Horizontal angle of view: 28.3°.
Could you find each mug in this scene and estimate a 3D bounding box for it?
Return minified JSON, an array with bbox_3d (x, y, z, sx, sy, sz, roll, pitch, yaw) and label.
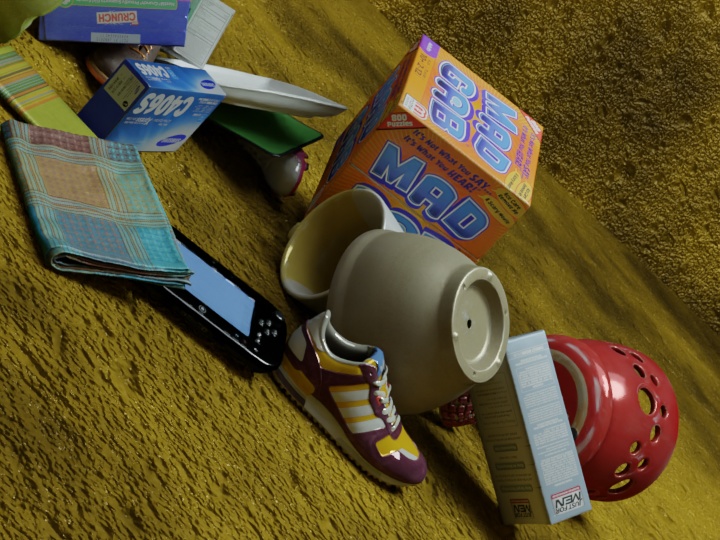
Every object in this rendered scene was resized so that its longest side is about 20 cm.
[{"bbox_3d":[0.007,-0.001,1.657,0.153,0.149,0.188,44,21,-36],"label":"mug"}]

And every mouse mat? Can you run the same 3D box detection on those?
[{"bbox_3d":[-0.155,-0.201,1.808,0.198,0.008,0.161,28,23,12],"label":"mouse mat"}]

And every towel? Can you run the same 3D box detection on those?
[{"bbox_3d":[-0.305,-0.142,1.425,0.200,0.018,0.086,47,22,-3],"label":"towel"},{"bbox_3d":[-0.244,-0.065,1.310,0.145,0.022,0.201,10,36,-36],"label":"towel"}]

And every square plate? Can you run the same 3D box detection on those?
[{"bbox_3d":[-0.147,-0.227,1.778,0.196,0.029,0.199,5,13,-36],"label":"square plate"}]

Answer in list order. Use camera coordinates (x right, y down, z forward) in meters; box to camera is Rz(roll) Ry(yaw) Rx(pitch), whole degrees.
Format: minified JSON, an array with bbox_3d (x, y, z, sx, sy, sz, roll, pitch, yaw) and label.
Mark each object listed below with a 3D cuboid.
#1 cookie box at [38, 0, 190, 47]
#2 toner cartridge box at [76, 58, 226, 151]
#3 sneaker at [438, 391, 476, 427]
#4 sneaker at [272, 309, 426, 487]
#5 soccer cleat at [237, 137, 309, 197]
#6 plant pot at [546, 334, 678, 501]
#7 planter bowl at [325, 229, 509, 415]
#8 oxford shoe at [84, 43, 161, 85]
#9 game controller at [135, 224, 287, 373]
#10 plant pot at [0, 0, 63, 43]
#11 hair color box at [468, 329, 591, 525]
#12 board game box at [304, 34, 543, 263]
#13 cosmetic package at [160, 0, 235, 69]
[{"bbox_3d":[-0.288,-0.335,1.668,0.169,0.076,0.201,1,31,-12],"label":"cookie box"},{"bbox_3d":[-0.227,-0.178,1.559,0.043,0.095,0.200,49,17,9],"label":"toner cartridge box"},{"bbox_3d":[0.122,0.089,1.671,0.077,0.203,0.082,-2,21,-18],"label":"sneaker"},{"bbox_3d":[0.007,0.130,1.419,0.200,0.090,0.075,42,17,-11],"label":"sneaker"},{"bbox_3d":[-0.124,-0.159,1.850,0.086,0.070,0.201,22,22,-23],"label":"soccer cleat"},{"bbox_3d":[0.273,0.178,1.786,0.182,0.201,0.201,22,28,-49],"label":"plant pot"},{"bbox_3d":[0.073,0.057,1.505,0.199,0.133,0.203,0,90,-54],"label":"planter bowl"},{"bbox_3d":[-0.272,-0.258,1.674,0.071,0.073,0.201,39,18,-22],"label":"oxford shoe"},{"bbox_3d":[-0.151,0.020,1.369,0.199,0.042,0.105,38,17,-18],"label":"game controller"},{"bbox_3d":[-0.373,-0.345,1.467,0.185,0.199,0.201,52,14,-18],"label":"plant pot"},{"bbox_3d":[0.180,0.175,1.574,0.060,0.099,0.203,-13,87,-27],"label":"hair color box"},{"bbox_3d":[0.082,-0.123,1.765,0.199,0.200,0.201,35,33,-11],"label":"board game box"},{"bbox_3d":[-0.225,-0.311,1.788,0.050,0.083,0.200,31,0,-27],"label":"cosmetic package"}]
